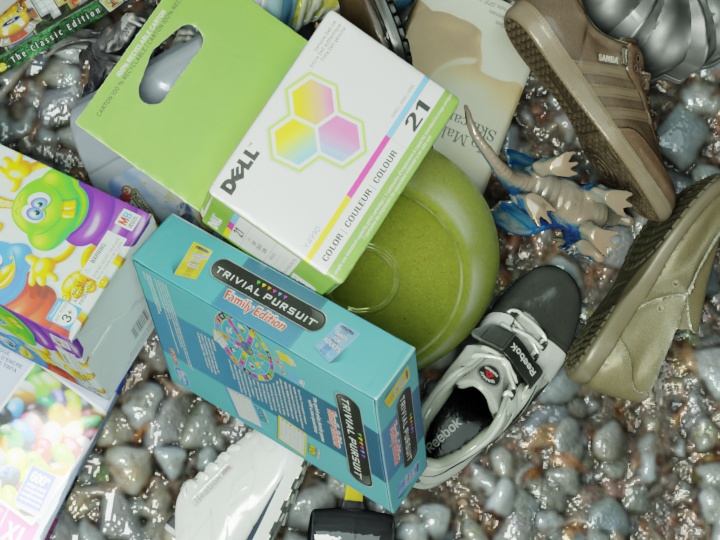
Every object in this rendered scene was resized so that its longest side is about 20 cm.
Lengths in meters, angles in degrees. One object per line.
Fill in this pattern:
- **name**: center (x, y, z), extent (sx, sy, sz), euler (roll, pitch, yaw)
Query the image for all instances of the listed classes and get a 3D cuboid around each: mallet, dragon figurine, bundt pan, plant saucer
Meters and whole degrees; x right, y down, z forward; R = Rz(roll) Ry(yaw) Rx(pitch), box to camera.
- **mallet**: center (0.009, 0.120, 1.193), extent (0.065, 0.041, 0.203), euler (12, 77, -3)
- **dragon figurine**: center (0.130, -0.054, 1.175), extent (0.198, 0.099, 0.060), euler (23, 84, -25)
- **bundt pan**: center (0.235, -0.244, 1.224), extent (0.199, 0.076, 0.205), euler (-1, 93, -11)
- **plant saucer**: center (0.000, 0.000, 1.126), extent (0.197, 0.031, 0.202), euler (0, 118, -1)

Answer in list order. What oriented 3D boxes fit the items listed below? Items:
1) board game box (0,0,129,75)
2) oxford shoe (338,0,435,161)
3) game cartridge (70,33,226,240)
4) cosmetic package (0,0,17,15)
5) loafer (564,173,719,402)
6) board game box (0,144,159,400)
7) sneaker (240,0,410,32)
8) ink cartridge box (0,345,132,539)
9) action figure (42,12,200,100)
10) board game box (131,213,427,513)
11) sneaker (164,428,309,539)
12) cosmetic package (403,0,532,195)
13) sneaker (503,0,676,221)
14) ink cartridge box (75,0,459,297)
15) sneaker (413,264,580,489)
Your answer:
- **board game box**: center (-0.262, -0.195, 1.184), extent (0.199, 0.024, 0.105), euler (-32, 55, -6)
- **oxford shoe**: center (-0.003, -0.131, 1.117), extent (0.083, 0.073, 0.203), euler (-12, 99, -1)
- **game cartridge**: center (-0.111, -0.056, 1.139), extent (0.132, 0.042, 0.201), euler (-27, 116, 16)
- **cosmetic package**: center (-0.368, -0.224, 1.109), extent (0.200, 0.165, 0.165), euler (-43, 64, -9)
- **loafer**: center (0.229, 0.015, 1.212), extent (0.067, 0.076, 0.201), euler (38, 81, -8)
- **board game box**: center (-0.240, -0.013, 1.110), extent (0.198, 0.103, 0.106), euler (24, 69, 18)
- **sneaker**: center (-0.024, -0.206, 1.171), extent (0.129, 0.080, 0.201), euler (22, 40, -9)
- **ink cartridge box**: center (-0.247, 0.102, 1.165), extent (0.118, 0.042, 0.202), euler (26, 78, -1)
- **action figure**: center (-0.126, -0.141, 1.174), extent (0.199, 0.119, 0.103), euler (30, 118, -6)
- **board game box**: center (-0.051, 0.063, 1.080), extent (0.199, 0.152, 0.047), euler (28, 62, 23)
- **sneaker**: center (-0.088, 0.160, 1.160), extent (0.080, 0.076, 0.202), euler (27, 78, 9)
- **cosmetic package**: center (0.057, -0.109, 1.208), extent (0.104, 0.071, 0.202), euler (21, 81, -3)
- **sneaker**: center (0.188, -0.129, 1.177), extent (0.075, 0.070, 0.201), euler (-40, 109, -8)
- **ink cartridge box**: center (-0.062, -0.099, 1.030), extent (0.199, 0.076, 0.149), euler (34, 76, -4)
- **sneaker**: center (0.102, 0.078, 1.182), extent (0.074, 0.089, 0.201), euler (37, 79, 1)
